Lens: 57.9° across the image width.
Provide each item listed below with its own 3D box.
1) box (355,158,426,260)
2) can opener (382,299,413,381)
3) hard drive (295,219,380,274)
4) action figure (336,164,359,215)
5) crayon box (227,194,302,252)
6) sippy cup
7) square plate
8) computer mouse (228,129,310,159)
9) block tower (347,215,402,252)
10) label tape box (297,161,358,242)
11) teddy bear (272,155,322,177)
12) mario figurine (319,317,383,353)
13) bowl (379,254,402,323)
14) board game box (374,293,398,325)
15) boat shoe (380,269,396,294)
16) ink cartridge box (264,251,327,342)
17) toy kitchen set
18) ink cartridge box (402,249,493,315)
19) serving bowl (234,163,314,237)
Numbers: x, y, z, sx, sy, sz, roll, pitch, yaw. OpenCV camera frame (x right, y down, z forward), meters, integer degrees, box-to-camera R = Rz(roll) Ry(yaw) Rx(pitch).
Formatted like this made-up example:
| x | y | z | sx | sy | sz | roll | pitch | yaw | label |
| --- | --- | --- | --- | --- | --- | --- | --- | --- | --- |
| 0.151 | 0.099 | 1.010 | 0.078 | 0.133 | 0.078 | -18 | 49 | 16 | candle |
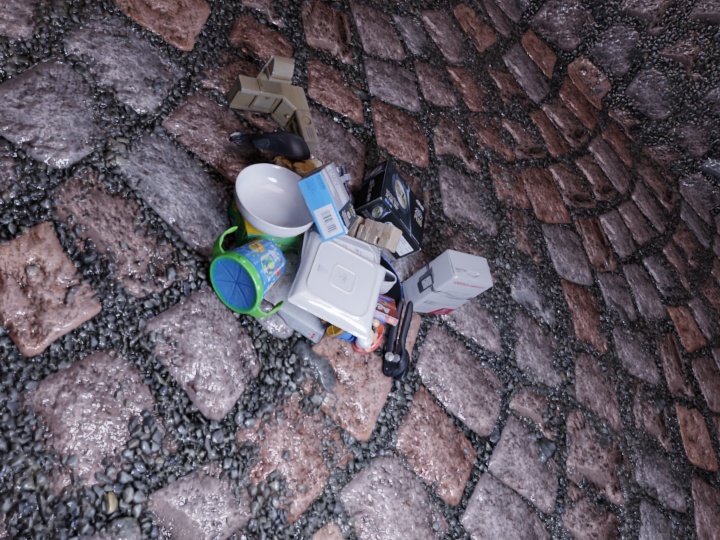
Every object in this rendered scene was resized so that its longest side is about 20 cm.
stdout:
| x | y | z | sx | sy | sz | roll | pitch | yaw | label |
| --- | --- | --- | --- | --- | --- | --- | --- | --- | --- |
| 0.087 | -0.162 | 1.748 | 0.201 | 0.085 | 0.166 | 49 | 36 | -30 | box |
| 0.093 | 0.168 | 1.606 | 0.079 | 0.062 | 0.205 | 60 | 34 | -64 | can opener |
| -0.047 | -0.024 | 1.493 | 0.196 | 0.038 | 0.142 | 20 | 48 | -17 | hard drive |
| -0.034 | -0.173 | 1.717 | 0.129 | 0.068 | 0.205 | -18 | 91 | -51 | action figure |
| -0.201 | -0.108 | 1.525 | 0.196 | 0.058 | 0.121 | 2 | 53 | -36 | crayon box |
| -0.232 | 0.000 | 1.396 | 0.137 | 0.182 | 0.130 | 14 | 34 | 27 | sippy cup |
| -0.042 | 0.025 | 1.415 | 0.195 | 0.028 | 0.203 | 28 | 51 | -13 | square plate |
| -0.207 | -0.315 | 1.572 | 0.195 | 0.054 | 0.138 | 18 | 15 | 18 | computer mouse |
| 0.011 | -0.097 | 1.583 | 0.054 | 0.197 | 0.059 | 25 | 88 | -51 | block tower |
| -0.064 | -0.165 | 1.479 | 0.146 | 0.065 | 0.200 | 65 | 19 | -13 | label tape box |
| -0.139 | -0.253 | 1.613 | 0.198 | 0.142 | 0.069 | 7 | 99 | -57 | teddy bear |
| -0.004 | 0.122 | 1.495 | 0.199 | 0.104 | 0.127 | 28 | 61 | -54 | mario figurine |
| 0.025 | 0.037 | 1.655 | 0.197 | 0.039 | 0.205 | 21 | 52 | -29 | bowl |
| -0.006 | 0.060 | 1.508 | 0.196 | 0.020 | 0.104 | 24 | 23 | -13 | board game box |
| 0.000 | 0.000 | 1.579 | 0.197 | 0.068 | 0.073 | 29 | 49 | -22 | boat shoe |
| -0.149 | 0.052 | 1.511 | 0.197 | 0.050 | 0.164 | 29 | 48 | -2 | ink cartridge box |
| -0.204 | -0.414 | 1.653 | 0.196 | 0.163 | 0.185 | -2 | 65 | -39 | toy kitchen set |
| 0.227 | 0.035 | 1.708 | 0.142 | 0.199 | 0.085 | 10 | 57 | -34 | ink cartridge box |
| -0.193 | -0.146 | 1.462 | 0.195 | 0.066 | 0.203 | 17 | 43 | -16 | serving bowl |
